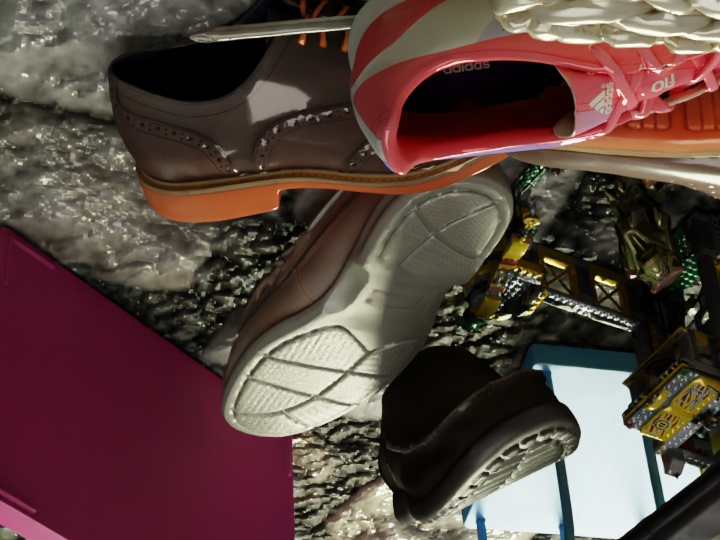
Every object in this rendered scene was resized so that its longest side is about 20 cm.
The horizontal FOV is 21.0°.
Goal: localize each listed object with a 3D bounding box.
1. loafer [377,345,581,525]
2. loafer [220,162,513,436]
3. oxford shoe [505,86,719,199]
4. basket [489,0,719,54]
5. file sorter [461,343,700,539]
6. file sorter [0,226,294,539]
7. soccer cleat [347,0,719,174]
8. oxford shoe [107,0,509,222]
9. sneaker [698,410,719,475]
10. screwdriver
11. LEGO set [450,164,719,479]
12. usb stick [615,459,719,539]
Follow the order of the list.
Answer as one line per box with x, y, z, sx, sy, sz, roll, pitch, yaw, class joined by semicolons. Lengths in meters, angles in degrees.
0.037;0.069;0.863;0.073;0.072;0.200;-24;173;-16;loafer
0.000;0.000;0.847;0.072;0.063;0.200;14;138;-28;loafer
0.142;-0.041;0.708;0.199;0.072;0.073;4;133;9;oxford shoe
0.137;-0.173;0.558;0.197;0.201;0.161;6;139;-11;basket
0.168;0.135;0.961;0.199;0.123;0.139;5;138;-12;file sorter
-0.139;0.108;0.891;0.125;0.140;0.200;-29;133;27;file sorter
0.094;-0.075;0.646;0.199;0.073;0.068;-11;127;6;soccer cleat
-0.003;-0.074;0.754;0.199;0.071;0.073;-14;132;11;oxford shoe
0.231;0.032;0.894;0.199;0.085;0.075;-23;132;-8;sneaker
0.038;-0.096;0.692;0.199;0.029;0.028;-1;170;-7;screwdriver
0.135;-0.002;0.807;0.153;0.116;0.200;26;130;-30;LEGO set
0.170;0.098;0.839;0.200;0.033;0.055;-40;129;11;usb stick
